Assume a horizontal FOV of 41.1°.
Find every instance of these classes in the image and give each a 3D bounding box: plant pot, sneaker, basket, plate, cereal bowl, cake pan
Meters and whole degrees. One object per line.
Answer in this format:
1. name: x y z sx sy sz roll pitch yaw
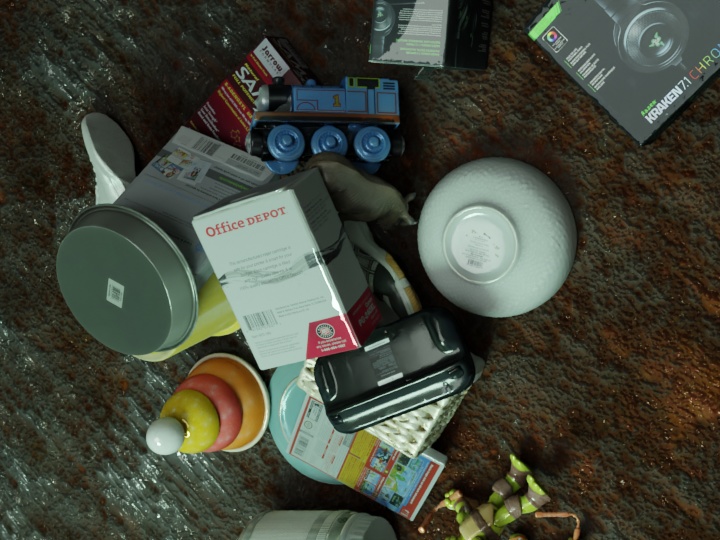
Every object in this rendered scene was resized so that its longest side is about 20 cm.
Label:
1. plant pot: -0.241 0.018 1.272 0.200 0.189 0.202 14 123 23
2. sneaker: -0.364 -0.128 1.400 0.088 0.075 0.201 -28 88 37
3. basket: 0.035 0.128 1.218 0.199 0.135 0.124 31 106 16
4. plate: -0.050 0.205 1.336 0.199 0.026 0.202 4 100 24
5. cereal bowl: 0.158 -0.037 1.169 0.199 0.083 0.202 4 100 23
6. cake pan: -0.286 0.019 1.154 0.199 0.037 0.202 13 122 23
7. sneaker: 0.000 0.000 1.239 0.087 0.076 0.200 -37 72 -1

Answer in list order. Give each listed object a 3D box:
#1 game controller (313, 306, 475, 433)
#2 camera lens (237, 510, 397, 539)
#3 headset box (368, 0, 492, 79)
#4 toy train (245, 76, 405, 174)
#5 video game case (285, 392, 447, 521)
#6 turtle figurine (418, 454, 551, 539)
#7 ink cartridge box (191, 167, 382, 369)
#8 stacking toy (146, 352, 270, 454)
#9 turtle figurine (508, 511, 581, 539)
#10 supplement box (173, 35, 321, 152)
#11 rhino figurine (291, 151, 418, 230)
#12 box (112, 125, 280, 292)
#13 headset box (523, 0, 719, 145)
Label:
1. game controller: 0.035 0.118 1.129 0.199 0.042 0.105 -24 74 23
2. camera lens: -0.063 0.408 1.302 0.199 0.160 0.161 -7 96 25
3. headset box: 0.088 -0.320 1.101 0.092 0.174 0.202 9 104 22
4. toy train: -0.043 -0.180 1.183 0.198 0.087 0.115 0 80 -11
5. video game case: 0.004 0.244 1.272 0.199 0.017 0.143 28 134 7
6. turtle figurine: 0.160 0.315 1.190 0.161 0.200 0.064 -43 103 4
7. ink cartridge box: -0.083 -0.001 1.105 0.144 0.083 0.201 -14 107 29
8. stacking toy: -0.229 0.203 1.318 0.145 0.200 0.147 4 100 25
9. turtle figurine: 0.218 0.406 1.226 0.199 0.064 0.162 -30 69 19
10. supplement box: -0.147 -0.205 1.289 0.200 0.061 0.109 -42 82 24
11. rhino figurine: 0.000 -0.086 1.163 0.087 0.199 0.060 -29 53 39
12. box: -0.215 -0.082 1.210 0.155 0.200 0.041 23 144 15
13. headset box: 0.304 -0.269 1.048 0.200 0.093 0.174 48 114 10
